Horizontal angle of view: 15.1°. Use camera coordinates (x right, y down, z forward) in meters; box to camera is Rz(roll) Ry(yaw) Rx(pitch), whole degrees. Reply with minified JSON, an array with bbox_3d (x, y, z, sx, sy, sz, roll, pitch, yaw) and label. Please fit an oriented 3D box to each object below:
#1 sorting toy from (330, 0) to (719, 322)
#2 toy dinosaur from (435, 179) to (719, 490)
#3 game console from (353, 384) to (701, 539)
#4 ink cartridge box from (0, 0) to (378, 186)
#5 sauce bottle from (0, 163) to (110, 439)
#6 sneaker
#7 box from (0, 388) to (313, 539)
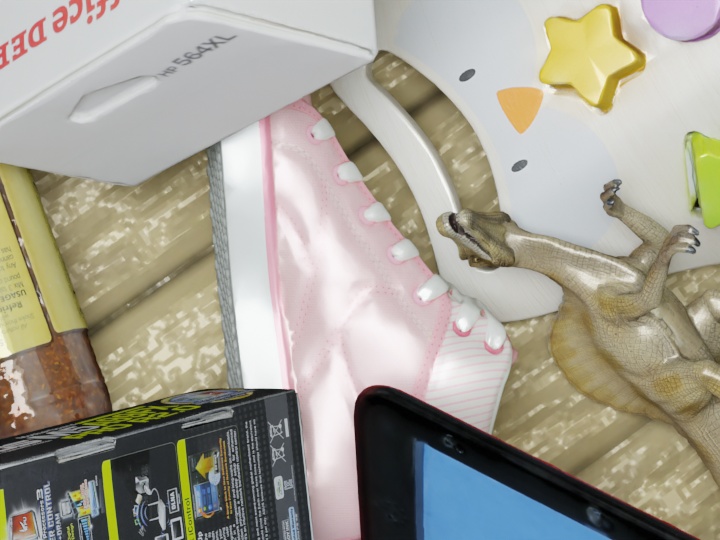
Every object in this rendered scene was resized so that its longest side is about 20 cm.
[{"bbox_3d":[0.087,-0.075,0.997,0.179,0.107,0.201,-32,86,13],"label":"sorting toy"},{"bbox_3d":[0.117,0.032,0.981,0.200,0.101,0.058,49,43,-12],"label":"toy dinosaur"},{"bbox_3d":[0.054,0.164,0.890,0.199,0.119,0.173,25,79,30],"label":"game console"},{"bbox_3d":[-0.074,-0.146,0.930,0.084,0.146,0.201,10,67,-39],"label":"ink cartridge box"},{"bbox_3d":[-0.129,0.029,0.966,0.066,0.066,0.201,-19,84,-5],"label":"sauce bottle"},{"bbox_3d":[0.000,0.000,0.982,0.104,0.075,0.202,-6,87,-6],"label":"sneaker"},{"bbox_3d":[-0.073,0.147,0.867,0.044,0.160,0.201,-3,96,37],"label":"box"}]
